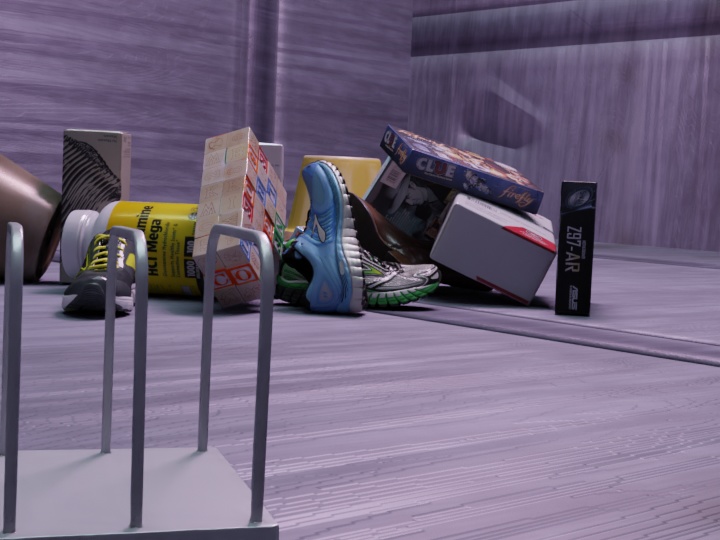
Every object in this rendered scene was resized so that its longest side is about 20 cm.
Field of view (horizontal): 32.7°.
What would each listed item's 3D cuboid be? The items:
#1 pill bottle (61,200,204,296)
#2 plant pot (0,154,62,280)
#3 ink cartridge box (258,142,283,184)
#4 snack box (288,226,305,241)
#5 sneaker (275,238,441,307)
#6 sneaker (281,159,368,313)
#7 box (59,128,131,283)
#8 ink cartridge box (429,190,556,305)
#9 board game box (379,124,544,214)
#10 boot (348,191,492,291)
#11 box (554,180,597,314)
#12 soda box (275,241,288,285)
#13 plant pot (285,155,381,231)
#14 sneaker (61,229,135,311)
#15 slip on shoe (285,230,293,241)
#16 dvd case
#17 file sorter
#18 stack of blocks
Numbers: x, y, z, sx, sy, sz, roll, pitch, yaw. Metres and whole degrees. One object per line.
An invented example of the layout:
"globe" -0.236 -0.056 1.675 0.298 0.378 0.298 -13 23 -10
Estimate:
"pill bottle" -0.256 -0.027 1.500 0.199 0.113 0.112 3 4 9
"plant pot" -0.487 -0.068 1.607 0.173 0.201 0.200 20 3 -2
"ink cartridge box" -0.160 -0.093 1.864 0.084 0.201 0.146 2 4 -4
"snack box" -0.015 -0.021 1.741 0.116 0.037 0.200 33 14 16
"sneaker" 0.000 0.000 1.461 0.199 0.086 0.078 2 4 -10
"sneaker" -0.049 -0.041 1.402 0.090 0.201 0.078 -10 -32 -1
"box" -0.348 -0.084 1.610 0.082 0.201 0.068 1 4 -1
"ink cartridge box" 0.178 -0.042 1.638 0.144 0.084 0.200 26 16 1
"board game box" 0.137 -0.138 1.670 0.199 0.035 0.136 16 16 -19
"boot" 0.082 -0.037 1.718 0.200 0.064 0.187 -2 47 -43
"box" 0.274 -0.033 1.554 0.043 0.161 0.200 3 3 11
"soda box" -0.173 -0.008 1.582 0.199 0.069 0.063 5 3 24
"plant pot" -0.033 -0.094 2.036 0.200 0.190 0.201 3 4 0
"sneaker" -0.277 -0.002 1.321 0.074 0.085 0.200 1 4 -4
"slip on shoe" -0.089 -0.015 1.757 0.060 0.076 0.200 8 -1 17
"dvd case" 0.098 -0.073 1.768 0.199 0.146 0.022 23 31 -16
"file sorter" -0.144 0.042 0.500 0.199 0.125 0.139 1 4 -17
"stack of blocks" -0.137 -0.054 1.418 0.058 0.115 0.200 -14 44 14
